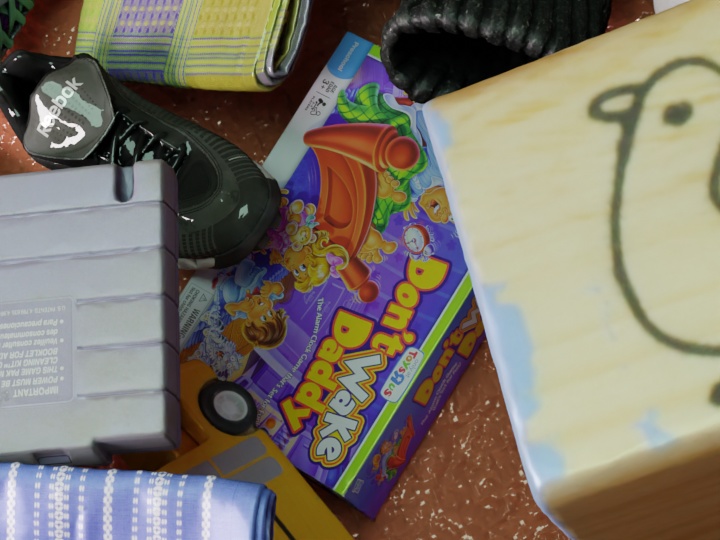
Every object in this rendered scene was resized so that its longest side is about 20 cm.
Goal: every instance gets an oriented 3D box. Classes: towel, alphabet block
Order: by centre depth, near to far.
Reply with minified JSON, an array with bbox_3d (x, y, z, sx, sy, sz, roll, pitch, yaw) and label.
[{"bbox_3d":[-0.130,0.152,0.997,0.199,0.024,0.146,2,89,16],"label":"towel"},{"bbox_3d":[0.165,0.008,1.046,0.199,0.196,0.196,-21,66,12],"label":"alphabet block"},{"bbox_3d":[-0.077,-0.159,1.239,0.200,0.023,0.144,6,79,53],"label":"towel"}]

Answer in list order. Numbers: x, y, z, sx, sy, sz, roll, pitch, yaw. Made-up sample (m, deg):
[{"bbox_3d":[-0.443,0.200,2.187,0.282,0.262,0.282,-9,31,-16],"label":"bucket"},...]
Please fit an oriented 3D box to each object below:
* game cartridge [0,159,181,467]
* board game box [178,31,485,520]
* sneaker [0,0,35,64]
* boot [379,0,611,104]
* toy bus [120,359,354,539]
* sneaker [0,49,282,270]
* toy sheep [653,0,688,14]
[{"bbox_3d":[-0.176,0.025,1.059,0.199,0.038,0.130,-5,76,9],"label":"game cartridge"},{"bbox_3d":[0.000,0.000,1.196,0.134,0.045,0.201,28,82,27],"label":"board game box"},{"bbox_3d":[-0.193,-0.154,1.301,0.087,0.075,0.201,0,57,11],"label":"sneaker"},{"bbox_3d":[0.028,-0.144,1.192,0.210,0.080,0.158,4,50,22],"label":"boot"},{"bbox_3d":[-0.046,0.139,1.119,0.078,0.065,0.200,-27,70,-41],"label":"toy bus"},{"bbox_3d":[-0.120,-0.059,1.207,0.200,0.090,0.067,30,85,46],"label":"sneaker"},{"bbox_3d":[0.198,-0.144,1.131,0.200,0.138,0.138,-39,62,-1],"label":"toy sheep"}]
